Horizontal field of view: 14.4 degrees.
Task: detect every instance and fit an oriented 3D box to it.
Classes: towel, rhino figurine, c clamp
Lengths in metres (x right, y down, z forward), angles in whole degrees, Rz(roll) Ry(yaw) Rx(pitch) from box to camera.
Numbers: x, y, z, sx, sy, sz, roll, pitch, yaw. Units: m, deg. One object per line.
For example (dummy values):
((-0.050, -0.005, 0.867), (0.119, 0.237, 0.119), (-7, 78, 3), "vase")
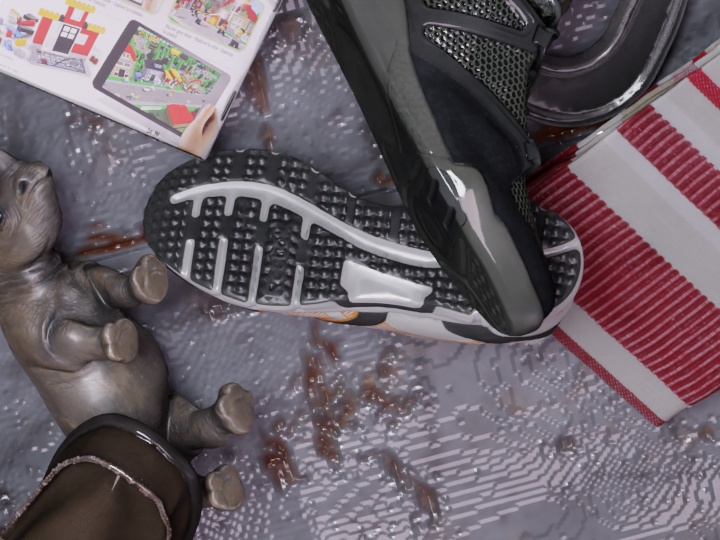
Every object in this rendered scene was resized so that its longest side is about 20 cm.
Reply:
((0.162, -0.023, 1.281), (0.144, 0.023, 0.200), (42, 122, -19), "towel")
((-0.125, 0.024, 1.264), (0.087, 0.060, 0.200), (-11, 118, 45), "rhino figurine")
((0.081, -0.151, 1.260), (0.200, 0.027, 0.171), (14, 112, -14), "c clamp")

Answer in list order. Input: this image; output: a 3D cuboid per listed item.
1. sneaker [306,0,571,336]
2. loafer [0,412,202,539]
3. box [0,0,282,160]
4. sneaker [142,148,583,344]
((0.059, -0.077, 1.202), (0.114, 0.076, 0.199), (-21, 81, -13), "sneaker")
((-0.135, 0.144, 1.267), (0.073, 0.071, 0.200), (35, 128, 0), "loafer")
((-0.135, -0.137, 1.227), (0.200, 0.035, 0.110), (23, 105, -15), "box")
((0.000, 0.000, 1.269), (0.200, 0.080, 0.074), (12, 73, 10), "sneaker")
